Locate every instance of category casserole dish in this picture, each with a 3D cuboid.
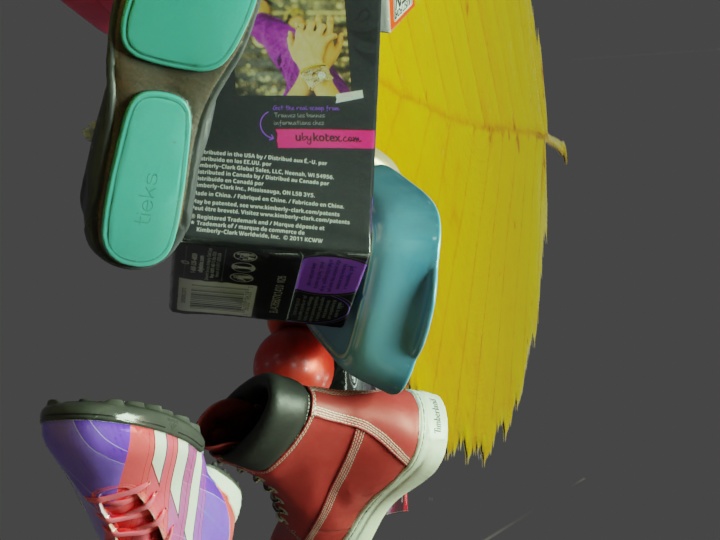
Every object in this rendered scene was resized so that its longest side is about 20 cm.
[{"bbox_3d":[0.000,0.000,1.051,0.200,0.039,0.122,-133,-125,-71],"label":"casserole dish"}]

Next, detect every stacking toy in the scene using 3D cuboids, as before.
[{"bbox_3d":[-0.027,0.008,1.185,0.086,0.085,0.201,70,26,-50],"label":"stacking toy"}]

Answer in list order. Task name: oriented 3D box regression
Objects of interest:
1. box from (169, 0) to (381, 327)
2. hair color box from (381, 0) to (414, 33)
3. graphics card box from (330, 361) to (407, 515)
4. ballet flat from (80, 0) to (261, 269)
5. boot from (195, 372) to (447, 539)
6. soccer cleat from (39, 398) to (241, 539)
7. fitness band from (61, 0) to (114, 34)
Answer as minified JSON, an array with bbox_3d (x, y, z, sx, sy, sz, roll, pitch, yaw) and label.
[{"bbox_3d":[-0.048,-0.083,0.978,0.122,0.106,0.201,112,-17,-67],"label":"box"},{"bbox_3d":[-0.022,-0.265,1.144,0.061,0.101,0.201,-54,146,-58],"label":"hair color box"},{"bbox_3d":[-0.008,0.124,1.292,0.200,0.051,0.126,23,66,-74],"label":"graphics card box"},{"bbox_3d":[-0.098,-0.100,0.849,0.073,0.073,0.201,-34,142,-74],"label":"ballet flat"},{"bbox_3d":[-0.052,0.130,1.081,0.200,0.144,0.073,125,-34,-44],"label":"boot"},{"bbox_3d":[-0.108,0.118,0.860,0.200,0.068,0.073,63,32,-64],"label":"soccer cleat"},{"bbox_3d":[-0.126,-0.198,0.901,0.200,0.037,0.144,30,56,-75],"label":"fitness band"}]
